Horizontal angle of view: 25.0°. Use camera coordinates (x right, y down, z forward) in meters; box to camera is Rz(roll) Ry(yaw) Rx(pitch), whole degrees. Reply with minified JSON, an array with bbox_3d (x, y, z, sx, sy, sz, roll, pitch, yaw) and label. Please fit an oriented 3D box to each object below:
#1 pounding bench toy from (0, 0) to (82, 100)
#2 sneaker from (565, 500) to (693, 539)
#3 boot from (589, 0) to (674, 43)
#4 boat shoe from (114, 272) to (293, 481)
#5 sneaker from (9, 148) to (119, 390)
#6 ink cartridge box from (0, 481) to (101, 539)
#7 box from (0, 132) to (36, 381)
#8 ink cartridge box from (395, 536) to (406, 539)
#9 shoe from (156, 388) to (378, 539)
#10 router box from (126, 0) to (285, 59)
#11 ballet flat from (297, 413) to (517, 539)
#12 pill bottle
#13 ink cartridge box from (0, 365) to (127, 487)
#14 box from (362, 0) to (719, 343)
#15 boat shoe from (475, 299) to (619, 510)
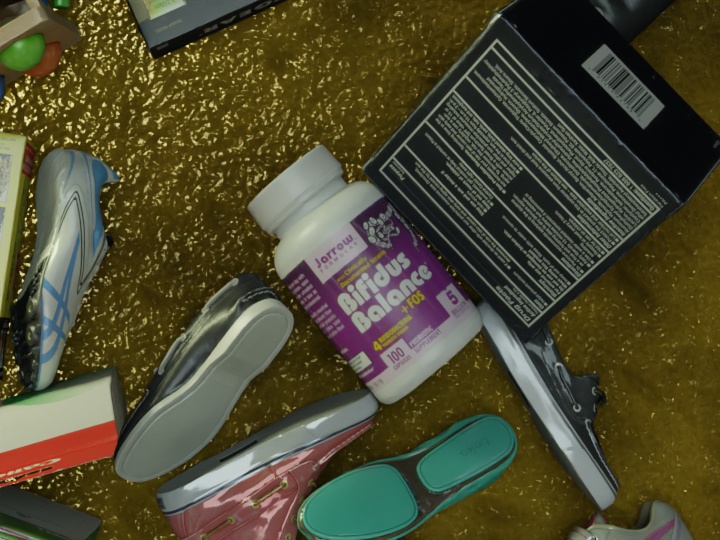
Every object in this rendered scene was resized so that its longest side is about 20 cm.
[{"bbox_3d":[-0.286,-0.235,1.309,0.199,0.124,0.157,-30,89,4],"label":"pounding bench toy"},{"bbox_3d":[0.191,0.252,1.348,0.198,0.081,0.089,-22,84,-10],"label":"sneaker"},{"bbox_3d":[0.226,-0.197,1.379,0.165,0.066,0.200,44,82,-2],"label":"boot"},{"bbox_3d":[-0.139,0.088,1.343,0.200,0.074,0.060,-51,49,11],"label":"boat shoe"},{"bbox_3d":[-0.242,0.001,1.336,0.072,0.072,0.202,14,81,-29],"label":"sneaker"},{"bbox_3d":[-0.271,0.217,1.260,0.103,0.200,0.060,21,89,-1],"label":"ink cartridge box"},{"bbox_3d":[-0.308,-0.011,1.335,0.050,0.075,0.202,7,86,-4],"label":"box"},{"bbox_3d":[-0.043,0.283,1.286,0.198,0.146,0.086,-13,96,-8],"label":"ink cartridge box"},{"bbox_3d":[-0.063,0.179,1.342,0.199,0.071,0.092,-27,98,-5],"label":"shoe"},{"bbox_3d":[-0.119,-0.293,1.368,0.198,0.052,0.158,-25,89,-4],"label":"router box"},{"bbox_3d":[0.040,0.184,1.338,0.199,0.071,0.068,-24,67,-15],"label":"ballet flat"},{"bbox_3d":[0.000,0.000,1.329,0.112,0.112,0.200,-40,90,-4],"label":"pill bottle"},{"bbox_3d":[-0.267,0.129,1.265,0.159,0.200,0.051,-16,93,-4],"label":"ink cartridge box"},{"bbox_3d":[0.144,-0.090,1.287,0.200,0.123,0.198,47,130,2],"label":"box"},{"bbox_3d":[0.170,0.101,1.359,0.066,0.070,0.201,-31,81,-3],"label":"boat shoe"}]
